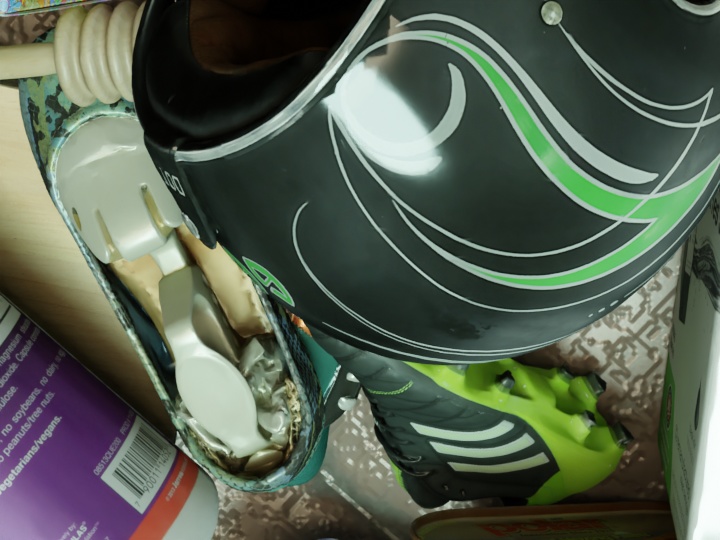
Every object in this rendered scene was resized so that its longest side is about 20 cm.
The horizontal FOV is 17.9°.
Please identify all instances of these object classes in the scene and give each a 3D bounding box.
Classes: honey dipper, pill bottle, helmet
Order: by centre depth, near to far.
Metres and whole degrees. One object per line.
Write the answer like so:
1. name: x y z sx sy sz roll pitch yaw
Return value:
1. helmet: 0.037 -0.065 0.799 0.190 0.200 0.200 32 107 -35
2. honey dipper: -0.157 -0.076 0.855 0.199 0.038 0.038 -3 108 16
3. pill bottle: -0.158 0.065 0.874 0.200 0.113 0.112 42 104 -10

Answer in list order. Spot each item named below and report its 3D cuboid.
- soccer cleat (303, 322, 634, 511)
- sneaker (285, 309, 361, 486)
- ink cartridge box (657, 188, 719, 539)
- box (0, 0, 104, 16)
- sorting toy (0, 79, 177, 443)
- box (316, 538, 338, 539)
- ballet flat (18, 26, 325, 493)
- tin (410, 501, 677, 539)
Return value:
1. soccer cleat: 0.031 0.055 0.924 0.081 0.068 0.200 -39 137 20
2. sneaker: 0.000 0.000 0.943 0.079 0.071 0.201 11 106 2
3. ink cartridge box: 0.173 0.006 0.900 0.083 0.146 0.201 5 107 2
4. box: -0.163 -0.213 0.821 0.199 0.122 0.194 19 109 21
5. sorting toy: -0.167 0.010 0.952 0.199 0.070 0.200 10 107 -1
6. box: -0.022 0.212 0.940 0.118 0.041 0.201 21 77 3
7. ballet flat: -0.070 -0.002 0.874 0.074 0.074 0.201 -28 103 10
8. tin: 0.108 0.125 0.929 0.199 0.112 0.042 2 103 -34
